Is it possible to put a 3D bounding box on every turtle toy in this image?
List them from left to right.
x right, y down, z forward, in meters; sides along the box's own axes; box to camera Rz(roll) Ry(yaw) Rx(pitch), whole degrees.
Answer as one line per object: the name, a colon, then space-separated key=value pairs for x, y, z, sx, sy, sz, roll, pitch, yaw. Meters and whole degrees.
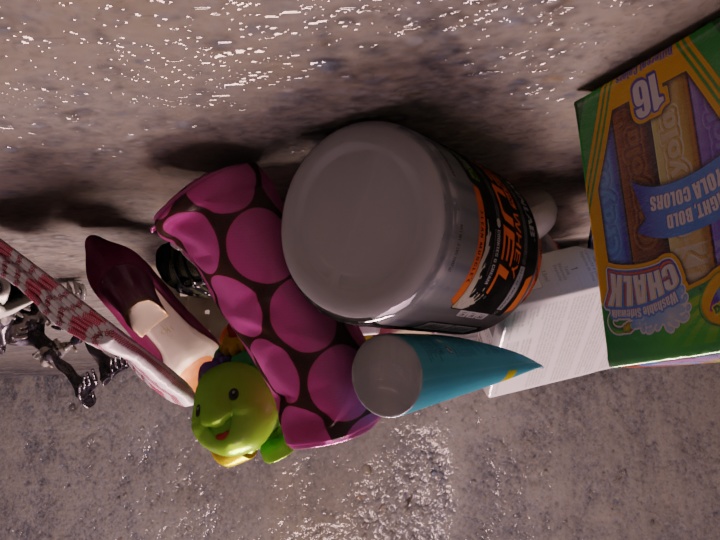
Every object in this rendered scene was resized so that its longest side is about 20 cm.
turtle toy: x=-0.075 y=0.088 z=0.713 sx=0.144 sy=0.102 sz=0.201 roll=-26 pitch=-162 yaw=19

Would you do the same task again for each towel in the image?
towel: x=-0.225 y=0.036 z=0.681 sx=0.198 sy=0.030 sz=0.147 roll=31 pitch=167 yaw=27

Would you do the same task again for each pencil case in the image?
pencil case: x=-0.060 y=0.028 z=0.597 sx=0.093 sy=0.202 sz=0.091 roll=-29 pitch=-176 yaw=20

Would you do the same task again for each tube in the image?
tube: x=0.063 y=0.066 z=0.621 sx=0.076 sy=0.051 sz=0.199 roll=18 pitch=-172 yaw=29

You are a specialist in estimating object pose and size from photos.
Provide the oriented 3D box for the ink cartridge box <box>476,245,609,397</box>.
ink cartridge box: x=0.201 y=0.034 z=0.753 sx=0.196 sy=0.048 sz=0.161 roll=-14 pitch=147 yaw=-7

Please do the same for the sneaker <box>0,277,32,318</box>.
sneaker: x=-0.373 y=0.014 z=0.800 sx=0.087 sy=0.076 sz=0.200 roll=-12 pitch=177 yaw=16

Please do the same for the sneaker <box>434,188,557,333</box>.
sneaker: x=0.108 y=-0.001 z=0.757 sx=0.075 sy=0.089 sz=0.199 roll=-36 pitch=-177 yaw=-37

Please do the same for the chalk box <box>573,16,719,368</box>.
chalk box: x=0.208 y=-0.012 z=0.466 sx=0.122 sy=0.204 sz=0.123 roll=0 pitch=170 yaw=-25

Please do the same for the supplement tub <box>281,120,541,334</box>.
supplement tub: x=0.046 y=-0.020 z=0.594 sx=0.121 sy=0.125 sz=0.199 roll=-9 pitch=171 yaw=29

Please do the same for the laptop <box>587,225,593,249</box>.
laptop: x=0.281 y=-0.030 z=0.633 sx=0.198 sy=0.117 sz=0.187 roll=29 pitch=180 yaw=15

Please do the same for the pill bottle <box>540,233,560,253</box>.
pill bottle: x=0.162 y=0.015 z=0.899 sx=0.111 sy=0.115 sz=0.200 roll=-7 pitch=171 yaw=18

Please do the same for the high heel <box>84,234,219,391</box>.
high heel: x=-0.190 y=0.046 z=0.810 sx=0.067 sy=0.096 sz=0.200 roll=-39 pitch=149 yaw=-4

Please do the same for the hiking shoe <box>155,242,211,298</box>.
hiking shoe: x=-0.131 y=-0.002 z=0.772 sx=0.099 sy=0.077 sz=0.200 roll=-6 pitch=172 yaw=-9

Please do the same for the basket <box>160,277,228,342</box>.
basket: x=-0.138 y=0.065 z=0.965 sx=0.173 sy=0.142 sz=0.200 roll=-3 pitch=160 yaw=-2

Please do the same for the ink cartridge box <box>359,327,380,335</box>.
ink cartridge box: x=-0.025 y=-0.007 z=0.731 sx=0.097 sy=0.040 sz=0.201 roll=-6 pitch=-156 yaw=8

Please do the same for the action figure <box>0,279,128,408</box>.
action figure: x=-0.356 y=0.061 z=0.994 sx=0.198 sy=0.103 sz=0.119 roll=32 pitch=-146 yaw=15

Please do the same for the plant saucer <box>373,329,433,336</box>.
plant saucer: x=0.001 y=0.091 z=0.883 sx=0.199 sy=0.051 sz=0.202 roll=-31 pitch=151 yaw=-19
